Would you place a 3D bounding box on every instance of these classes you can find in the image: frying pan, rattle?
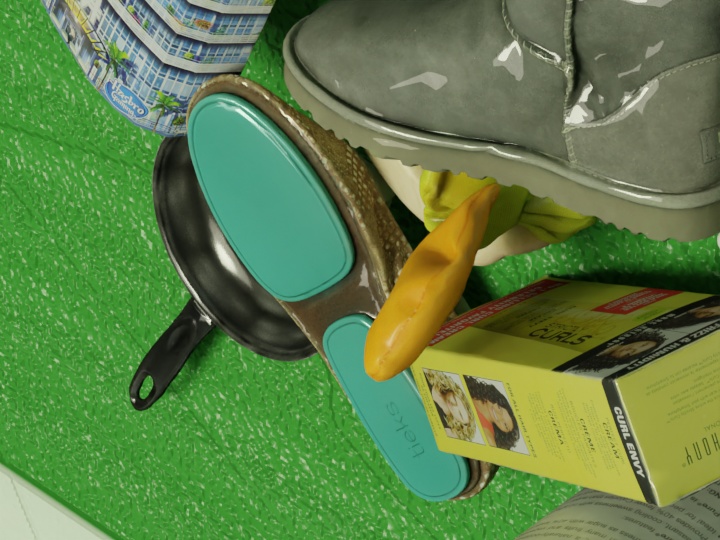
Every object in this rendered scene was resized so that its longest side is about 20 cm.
[{"bbox_3d":[-0.049,0.013,1.236,0.115,0.031,0.191,34,137,28],"label":"frying pan"},{"bbox_3d":[-0.004,-0.077,1.058,0.201,0.142,0.130,60,159,-9],"label":"rattle"}]

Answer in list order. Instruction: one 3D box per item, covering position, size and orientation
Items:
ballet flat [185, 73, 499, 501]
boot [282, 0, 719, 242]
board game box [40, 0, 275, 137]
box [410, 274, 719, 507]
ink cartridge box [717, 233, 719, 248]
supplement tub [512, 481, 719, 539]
[{"bbox_3d":[0.000,0.000,1.143,0.070,0.065,0.201,-19,107,41],"label":"ballet flat"},{"bbox_3d":[0.055,-0.122,0.856,0.181,0.073,0.201,16,131,23],"label":"boot"},{"bbox_3d":[-0.092,-0.190,1.109,0.200,0.061,0.200,57,140,29],"label":"board game box"},{"bbox_3d":[0.087,0.040,1.024,0.050,0.075,0.200,69,163,-9],"label":"box"},{"bbox_3d":[0.219,-0.022,0.905,0.115,0.068,0.200,55,141,8],"label":"ink cartridge box"},{"bbox_3d":[0.108,0.139,1.014,0.132,0.200,0.133,25,129,35],"label":"supplement tub"}]
